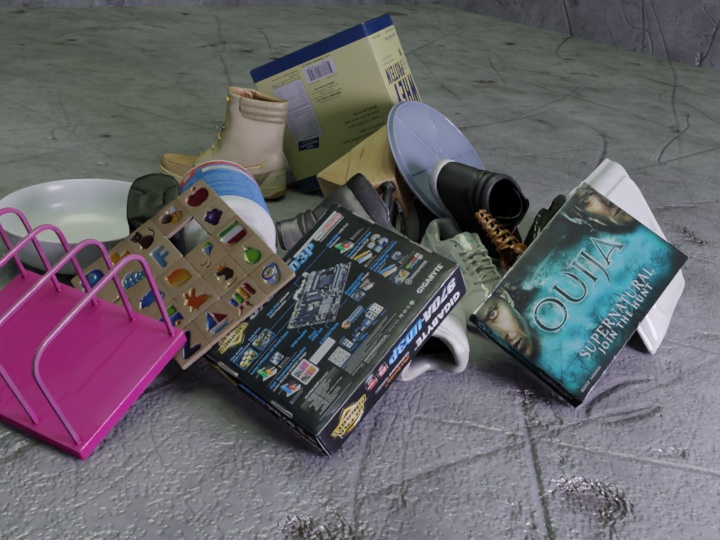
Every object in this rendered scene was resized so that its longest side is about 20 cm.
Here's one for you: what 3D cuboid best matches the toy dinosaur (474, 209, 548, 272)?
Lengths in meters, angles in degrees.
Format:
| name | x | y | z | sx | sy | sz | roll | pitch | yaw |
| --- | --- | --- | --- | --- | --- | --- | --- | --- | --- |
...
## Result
| name | x | y | z | sx | sy | sz | roll | pitch | yaw |
| --- | --- | --- | --- | --- | --- | --- | --- | --- | --- |
| toy dinosaur | 0.213 | 0.004 | 0.862 | 0.102 | 0.200 | 0.136 | -25 | 7 | 30 |

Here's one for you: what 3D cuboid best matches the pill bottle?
| name | x | y | z | sx | sy | sz | roll | pitch | yaw |
| --- | --- | --- | --- | --- | --- | --- | --- | --- | --- |
| pill bottle | -0.158 | -0.048 | 0.912 | 0.112 | 0.113 | 0.200 | -2 | 26 | -16 |

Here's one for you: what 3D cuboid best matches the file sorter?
| name | x | y | z | sx | sy | sz | roll | pitch | yaw |
| --- | --- | --- | --- | --- | --- | --- | --- | --- | --- |
| file sorter | -0.280 | 0.036 | 0.657 | 0.199 | 0.126 | 0.139 | 17 | 49 | 22 |

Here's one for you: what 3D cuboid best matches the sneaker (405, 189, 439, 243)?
| name | x | y | z | sx | sy | sz | roll | pitch | yaw |
| --- | --- | --- | --- | --- | --- | --- | --- | --- | --- |
| sneaker | 0.089 | -0.091 | 1.105 | 0.084 | 0.075 | 0.200 | 1 | 36 | -7 |

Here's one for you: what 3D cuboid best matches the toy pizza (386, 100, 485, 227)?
| name | x | y | z | sx | sy | sz | roll | pitch | yaw |
| --- | --- | --- | --- | --- | --- | --- | --- | --- | --- |
| toy pizza | 0.103 | -0.139 | 1.049 | 0.200 | 0.032 | 0.201 | 28 | 46 | -32 |

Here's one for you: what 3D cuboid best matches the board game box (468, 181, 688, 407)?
| name | x | y | z | sx | sy | sz | roll | pitch | yaw |
| --- | --- | --- | --- | --- | --- | --- | --- | --- | --- |
| board game box | 0.221 | 0.019 | 0.786 | 0.135 | 0.028 | 0.200 | 38 | 70 | 11 |

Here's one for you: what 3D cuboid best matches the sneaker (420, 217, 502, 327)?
| name | x | y | z | sx | sy | sz | roll | pitch | yaw |
| --- | --- | --- | --- | --- | --- | --- | --- | --- | --- |
| sneaker | 0.125 | 0.003 | 0.910 | 0.070 | 0.081 | 0.200 | -7 | 30 | -29 |

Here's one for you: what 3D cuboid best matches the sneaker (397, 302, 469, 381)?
| name | x | y | z | sx | sy | sz | roll | pitch | yaw |
| --- | --- | --- | --- | --- | --- | --- | --- | --- | --- |
| sneaker | 0.017 | 0.065 | 0.768 | 0.199 | 0.078 | 0.099 | 0 | 31 | -7 |

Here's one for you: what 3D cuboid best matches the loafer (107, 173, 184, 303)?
| name | x | y | z | sx | sy | sz | roll | pitch | yaw |
| --- | --- | --- | --- | --- | --- | --- | --- | --- | --- |
| loafer | -0.214 | -0.002 | 0.814 | 0.073 | 0.072 | 0.201 | 3 | 60 | 1 |

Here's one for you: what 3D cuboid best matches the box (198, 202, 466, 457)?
| name | x | y | z | sx | sy | sz | roll | pitch | yaw |
| --- | --- | --- | --- | --- | --- | --- | --- | --- | --- |
| box | -0.025 | 0.045 | 0.710 | 0.159 | 0.046 | 0.200 | 28 | 68 | 34 |

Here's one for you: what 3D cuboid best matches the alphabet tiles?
| name | x | y | z | sx | sy | sz | roll | pitch | yaw |
| --- | --- | --- | --- | --- | --- | --- | --- | --- | --- |
| alphabet tiles | -0.186 | 0.019 | 0.742 | 0.200 | 0.008 | 0.167 | -41 | 59 | -11 |

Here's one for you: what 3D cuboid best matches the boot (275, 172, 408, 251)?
| name | x | y | z | sx | sy | sz | roll | pitch | yaw |
| --- | --- | --- | --- | --- | --- | --- | --- | --- | --- |
| boot | 0.000 | 0.000 | 0.892 | 0.131 | 0.070 | 0.200 | -35 | 76 | -4 |

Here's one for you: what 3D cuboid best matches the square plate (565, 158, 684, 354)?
| name | x | y | z | sx | sy | sz | roll | pitch | yaw |
| --- | --- | --- | --- | --- | --- | --- | --- | --- | --- |
| square plate | 0.325 | -0.029 | 0.919 | 0.028 | 0.200 | 0.198 | -27 | 5 | 37 |

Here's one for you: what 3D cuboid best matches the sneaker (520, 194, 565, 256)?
| name | x | y | z | sx | sy | sz | roll | pitch | yaw |
| --- | --- | --- | --- | --- | --- | --- | --- | --- | --- |
| sneaker | 0.278 | -0.045 | 1.054 | 0.091 | 0.076 | 0.200 | 27 | 36 | 19 |

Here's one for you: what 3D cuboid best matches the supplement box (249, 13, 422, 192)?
| name | x | y | z | sx | sy | sz | roll | pitch | yaw |
| --- | --- | --- | --- | --- | --- | --- | --- | --- | --- |
| supplement box | -0.024 | -0.255 | 1.193 | 0.199 | 0.200 | 0.134 | -15 | 18 | 25 |

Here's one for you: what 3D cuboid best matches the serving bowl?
| name | x | y | z | sx | sy | sz | roll | pitch | yaw |
| --- | --- | --- | --- | --- | --- | --- | --- | --- | --- |
| serving bowl | -0.326 | -0.045 | 0.925 | 0.199 | 0.066 | 0.200 | 5 | 26 | -3 |

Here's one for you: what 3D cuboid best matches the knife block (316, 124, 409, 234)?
| name | x | y | z | sx | sy | sz | roll | pitch | yaw |
| --- | --- | --- | --- | --- | --- | --- | --- | --- | --- |
| knife block | 0.034 | -0.106 | 1.019 | 0.200 | 0.064 | 0.175 | -39 | 39 | -22 |

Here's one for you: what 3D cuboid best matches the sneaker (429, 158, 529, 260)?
| name | x | y | z | sx | sy | sz | roll | pitch | yaw |
| --- | --- | --- | --- | --- | --- | --- | --- | --- | --- |
| sneaker | 0.171 | -0.060 | 0.965 | 0.099 | 0.071 | 0.200 | 25 | -12 | 47 |

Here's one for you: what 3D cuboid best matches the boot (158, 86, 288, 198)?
| name | x | y | z | sx | sy | sz | roll | pitch | yaw |
| --- | --- | --- | --- | --- | --- | --- | --- | --- | --- |
| boot | -0.204 | -0.197 | 1.157 | 0.199 | 0.156 | 0.073 | 11 | 26 | 11 |
